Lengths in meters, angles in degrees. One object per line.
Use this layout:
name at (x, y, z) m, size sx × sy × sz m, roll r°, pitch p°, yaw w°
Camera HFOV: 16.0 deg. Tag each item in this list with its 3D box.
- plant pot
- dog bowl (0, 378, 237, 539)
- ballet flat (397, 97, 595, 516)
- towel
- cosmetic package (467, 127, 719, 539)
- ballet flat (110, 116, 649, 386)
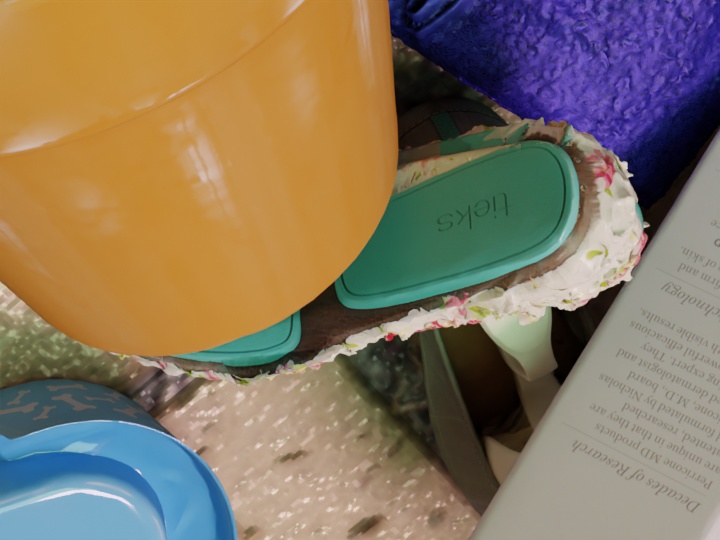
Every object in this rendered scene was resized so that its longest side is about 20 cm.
plant pot at (-0.072, -0.080, 0.706) m, size 0.200 × 0.200 × 0.184 m, roll -28°, pitch 139°, yaw -4°
dog bowl at (-0.142, 0.100, 0.846) m, size 0.199 × 0.050 × 0.112 m, roll -18°, pitch 122°, yaw -11°
ballet flat at (0.054, 0.035, 0.874) m, size 0.067 × 0.064 × 0.201 m, roll -26°, pitch 123°, yaw -5°
towel at (0.105, -0.128, 0.815) m, size 0.147 × 0.050 × 0.200 m, roll 30°, pitch 103°, yaw -29°
cosmetic package at (0.115, 0.050, 0.839) m, size 0.200 × 0.074 × 0.102 m, roll -59°, pitch 154°, yaw -13°
ballet flat at (0.000, 0.000, 0.795) m, size 0.064 × 0.199 × 0.076 m, roll 21°, pitch 67°, yaw -56°
